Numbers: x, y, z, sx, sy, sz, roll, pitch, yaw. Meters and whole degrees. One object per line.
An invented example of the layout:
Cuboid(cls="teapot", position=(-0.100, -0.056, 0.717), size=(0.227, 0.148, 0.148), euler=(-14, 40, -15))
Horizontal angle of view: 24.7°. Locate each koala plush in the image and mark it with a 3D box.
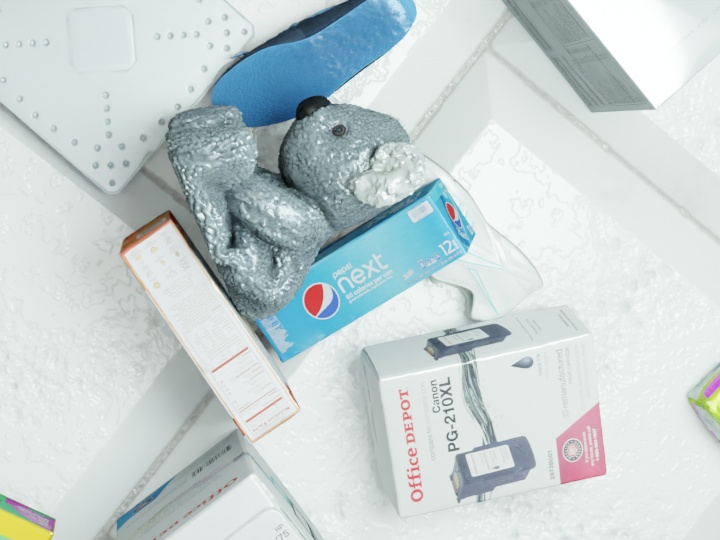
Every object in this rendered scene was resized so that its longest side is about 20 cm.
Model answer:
Cuboid(cls="koala plush", position=(-0.042, -0.073, 1.393), size=(0.199, 0.177, 0.184), euler=(-23, 105, -3))

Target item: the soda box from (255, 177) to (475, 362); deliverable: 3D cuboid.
Cuboid(cls="soda box", position=(0.000, 0.000, 1.460), size=(0.200, 0.068, 0.064), euler=(-31, 99, 18))

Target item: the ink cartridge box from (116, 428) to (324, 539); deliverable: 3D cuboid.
Cuboid(cls="ink cartridge box", position=(-0.115, 0.253, 1.433), size=(0.147, 0.200, 0.146), euler=(-37, 99, -3))

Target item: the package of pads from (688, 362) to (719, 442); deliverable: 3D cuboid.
Cuboid(cls="package of pads", position=(0.426, 0.143, 1.563), size=(0.155, 0.068, 0.200), euler=(-45, 98, -2))

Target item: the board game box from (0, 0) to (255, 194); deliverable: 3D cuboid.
Cuboid(cls="board game box", position=(-0.230, -0.205, 1.465), size=(0.200, 0.026, 0.200), euler=(41, 89, -9))

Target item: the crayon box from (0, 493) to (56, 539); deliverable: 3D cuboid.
Cuboid(cls="crayon box", position=(-0.399, 0.263, 1.467), size=(0.200, 0.058, 0.173), euler=(26, 90, -10))

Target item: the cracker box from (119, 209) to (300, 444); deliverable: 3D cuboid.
Cuboid(cls="cracker box", position=(-0.133, 0.046, 1.446), size=(0.058, 0.134, 0.200), euler=(-33, 99, -3))

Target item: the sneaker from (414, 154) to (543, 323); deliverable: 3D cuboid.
Cuboid(cls="sneaker", position=(0.077, -0.034, 1.501), size=(0.080, 0.070, 0.200), euler=(-42, 99, 0))

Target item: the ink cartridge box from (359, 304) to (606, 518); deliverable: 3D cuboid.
Cuboid(cls="ink cartridge box", position=(0.111, 0.128, 1.498), size=(0.199, 0.084, 0.145), euler=(-12, 110, -7))

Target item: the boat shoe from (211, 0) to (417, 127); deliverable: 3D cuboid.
Cuboid(cls="boat shoe", position=(-0.038, -0.187, 1.470), size=(0.199, 0.069, 0.084), euler=(-22, 110, 7))

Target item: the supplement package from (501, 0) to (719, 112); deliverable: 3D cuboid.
Cuboid(cls="supplement package", position=(0.237, -0.243, 1.437), size=(0.152, 0.200, 0.151), euler=(-41, 98, -3))
